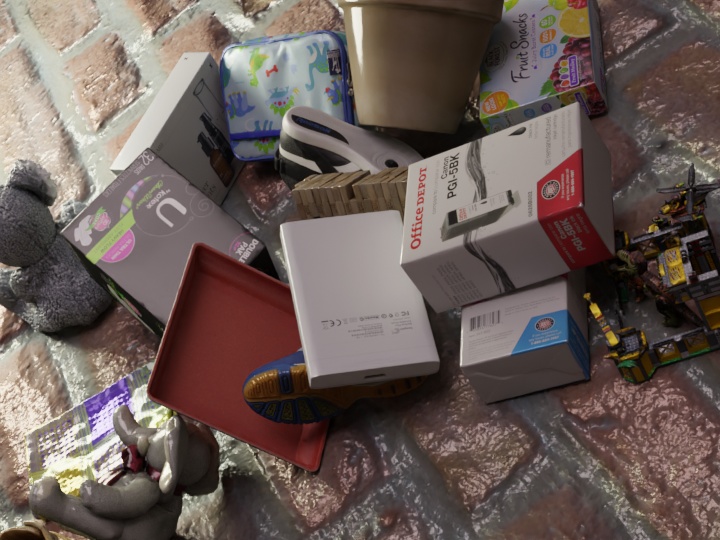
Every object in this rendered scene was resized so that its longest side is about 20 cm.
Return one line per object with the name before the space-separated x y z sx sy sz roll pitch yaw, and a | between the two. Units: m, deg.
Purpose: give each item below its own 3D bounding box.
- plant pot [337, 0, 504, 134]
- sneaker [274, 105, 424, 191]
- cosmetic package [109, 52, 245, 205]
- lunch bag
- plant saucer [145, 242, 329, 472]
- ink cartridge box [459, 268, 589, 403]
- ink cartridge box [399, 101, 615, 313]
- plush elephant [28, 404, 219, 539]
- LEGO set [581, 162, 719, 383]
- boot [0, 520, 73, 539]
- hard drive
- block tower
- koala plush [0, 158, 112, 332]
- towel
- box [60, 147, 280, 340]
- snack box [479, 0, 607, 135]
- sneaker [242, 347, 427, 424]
plant pot | 0.063 -0.252 1.627 0.199 0.199 0.176 12 98 40
sneaker | -0.008 -0.110 1.653 0.199 0.112 0.073 27 44 10
cosmetic package | -0.218 -0.154 1.766 0.051 0.151 0.201 4 55 36
lunch bag | -0.078 -0.214 1.732 0.198 0.163 0.082 1 10 33
plant saucer | -0.118 0.095 1.463 0.037 0.199 0.201 -42 27 48
ink cartridge box | 0.166 0.024 1.404 0.114 0.068 0.201 -15 45 23
ink cartridge box | 0.144 -0.061 1.377 0.198 0.083 0.148 -19 43 26
plush elephant | -0.221 0.211 1.428 0.198 0.165 0.156 18 74 11
LEGO set | 0.280 -0.005 1.317 0.152 0.116 0.201 -12 46 24
boot | -0.319 0.299 1.406 0.073 0.156 0.200 -43 41 -9
hard drive | -0.004 0.026 1.426 0.130 0.027 0.201 -7 52 -9
block tower | 0.012 -0.080 1.555 0.199 0.058 0.054 -4 21 40
koala plush | -0.411 -0.035 1.747 0.177 0.201 0.183 -43 42 -10
towel | -0.300 0.193 1.595 0.199 0.023 0.144 -28 41 9
box | -0.214 -0.011 1.597 0.200 0.125 0.149 39 76 20
snack box | 0.213 -0.251 1.642 0.141 0.053 0.201 -17 44 22
sneaker | -0.029 0.098 1.441 0.198 0.076 0.088 -10 39 -13
